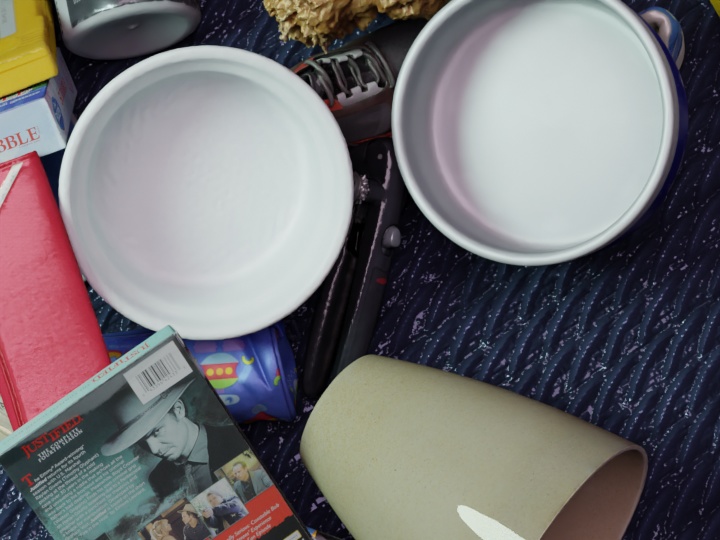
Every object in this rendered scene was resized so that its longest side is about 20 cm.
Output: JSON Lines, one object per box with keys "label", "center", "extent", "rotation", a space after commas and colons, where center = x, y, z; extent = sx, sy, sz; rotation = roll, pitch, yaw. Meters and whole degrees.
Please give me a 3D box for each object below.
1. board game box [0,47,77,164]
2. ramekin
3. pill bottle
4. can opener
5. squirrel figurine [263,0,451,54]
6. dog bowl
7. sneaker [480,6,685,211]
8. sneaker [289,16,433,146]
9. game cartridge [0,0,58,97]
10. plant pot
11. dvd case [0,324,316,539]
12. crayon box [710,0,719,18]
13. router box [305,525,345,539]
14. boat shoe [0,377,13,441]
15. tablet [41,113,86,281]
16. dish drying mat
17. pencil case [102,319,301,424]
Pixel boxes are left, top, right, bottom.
{"label": "board game box", "center": [-0.303, -0.092, 1.524], "extent": [0.199, 0.200, 0.041], "rotation": [-20, 106, 0]}
{"label": "ramekin", "center": [-0.110, -0.060, 1.490], "extent": [0.199, 0.098, 0.201], "rotation": [-2, 101, -9]}
{"label": "pill bottle", "center": [-0.189, -0.267, 1.603], "extent": [0.106, 0.106, 0.201], "rotation": [-14, 77, 0]}
{"label": "can opener", "center": [0.000, 0.000, 1.547], "extent": [0.063, 0.078, 0.201], "rotation": [9, 85, 47]}
{"label": "squirrel figurine", "center": [-0.005, -0.249, 1.551], "extent": [0.186, 0.142, 0.200], "rotation": [14, 38, 14]}
{"label": "dog bowl", "center": [0.126, -0.104, 1.501], "extent": [0.199, 0.079, 0.201], "rotation": [0, 92, 17]}
{"label": "sneaker", "center": [0.157, -0.122, 1.566], "extent": [0.076, 0.077, 0.200], "rotation": [42, 85, 9]}
{"label": "sneaker", "center": [-0.015, -0.128, 1.574], "extent": [0.200, 0.082, 0.077], "rotation": [-32, 78, -4]}
{"label": "game cartridge", "center": [-0.305, -0.149, 1.547], "extent": [0.176, 0.200, 0.033], "rotation": [-21, 111, -2]}
{"label": "plant pot", "center": [0.063, 0.147, 1.475], "extent": [0.200, 0.187, 0.188], "rotation": [34, 81, 24]}
{"label": "dvd case", "center": [-0.134, 0.155, 1.439], "extent": [0.146, 0.022, 0.200], "rotation": [-35, 116, -7]}
{"label": "crayon box", "center": [0.302, -0.188, 1.509], "extent": [0.058, 0.200, 0.173], "rotation": [-28, 77, -3]}
{"label": "router box", "center": [-0.093, 0.267, 1.506], "extent": [0.149, 0.051, 0.201], "rotation": [18, 78, 7]}
{"label": "boat shoe", "center": [-0.184, 0.105, 1.467], "extent": [0.199, 0.074, 0.069], "rotation": [24, 116, -9]}
{"label": "tablet", "center": [-0.272, -0.022, 1.601], "extent": [0.200, 0.014, 0.130], "rotation": [-33, 78, -5]}
{"label": "dish drying mat", "center": [-0.217, 0.027, 1.426], "extent": [0.076, 0.018, 0.201], "rotation": [-19, 91, -5]}
{"label": "pencil case", "center": [-0.141, 0.075, 1.538], "extent": [0.199, 0.078, 0.087], "rotation": [-7, 102, 1]}
